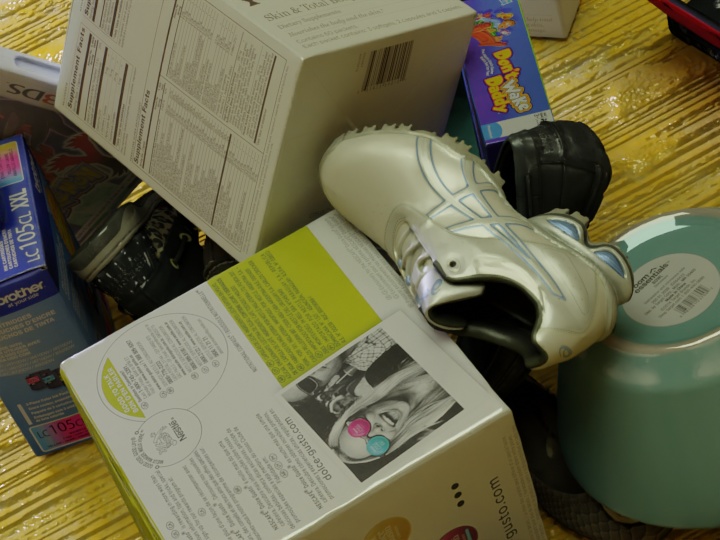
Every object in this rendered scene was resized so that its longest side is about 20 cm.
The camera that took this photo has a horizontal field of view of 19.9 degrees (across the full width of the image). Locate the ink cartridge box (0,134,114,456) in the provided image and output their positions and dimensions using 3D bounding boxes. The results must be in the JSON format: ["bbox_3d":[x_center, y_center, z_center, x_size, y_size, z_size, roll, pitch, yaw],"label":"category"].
[{"bbox_3d":[-0.226,0.008,1.362,0.076,0.200,0.137,-21,46,2],"label":"ink cartridge box"}]

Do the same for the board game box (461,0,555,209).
[{"bbox_3d":[0.103,-0.059,1.316,0.045,0.200,0.135,-13,47,3],"label":"board game box"}]

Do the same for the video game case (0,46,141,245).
[{"bbox_3d":[-0.239,-0.076,1.400,0.200,0.182,0.023,-41,45,43],"label":"video game case"}]

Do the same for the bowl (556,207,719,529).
[{"bbox_3d":[0.197,0.039,1.191,0.200,0.105,0.201,-15,41,13],"label":"bowl"}]

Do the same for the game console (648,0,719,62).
[{"bbox_3d":[0.297,-0.182,1.424,0.172,0.119,0.200,-36,49,-15],"label":"game console"}]

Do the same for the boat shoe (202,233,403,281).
[{"bbox_3d":[0.000,0.000,1.299,0.200,0.072,0.061,4,60,-15],"label":"boat shoe"}]

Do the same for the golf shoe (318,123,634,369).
[{"bbox_3d":[0.048,-0.013,1.129,0.200,0.079,0.097,27,40,22],"label":"golf shoe"}]

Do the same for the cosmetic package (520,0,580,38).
[{"bbox_3d":[0.133,-0.273,1.593,0.101,0.074,0.200,6,53,23],"label":"cosmetic package"}]

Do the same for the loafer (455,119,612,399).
[{"bbox_3d":[0.085,-0.003,1.219,0.070,0.201,0.068,0,39,-25],"label":"loafer"}]

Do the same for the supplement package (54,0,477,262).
[{"bbox_3d":[-0.063,-0.130,1.270,0.151,0.151,0.200,-20,47,-42],"label":"supplement package"}]

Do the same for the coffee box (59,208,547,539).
[{"bbox_3d":[-0.028,0.127,1.190,0.197,0.200,0.200,-30,47,-10],"label":"coffee box"}]

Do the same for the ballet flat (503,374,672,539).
[{"bbox_3d":[0.117,0.102,1.272,0.067,0.046,0.200,-37,48,-15],"label":"ballet flat"}]

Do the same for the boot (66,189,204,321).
[{"bbox_3d":[-0.112,0.020,1.398,0.154,0.204,0.074,44,100,1],"label":"boot"}]

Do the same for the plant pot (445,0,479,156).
[{"bbox_3d":[-0.023,-0.126,1.465,0.199,0.142,0.142,5,50,30],"label":"plant pot"}]
